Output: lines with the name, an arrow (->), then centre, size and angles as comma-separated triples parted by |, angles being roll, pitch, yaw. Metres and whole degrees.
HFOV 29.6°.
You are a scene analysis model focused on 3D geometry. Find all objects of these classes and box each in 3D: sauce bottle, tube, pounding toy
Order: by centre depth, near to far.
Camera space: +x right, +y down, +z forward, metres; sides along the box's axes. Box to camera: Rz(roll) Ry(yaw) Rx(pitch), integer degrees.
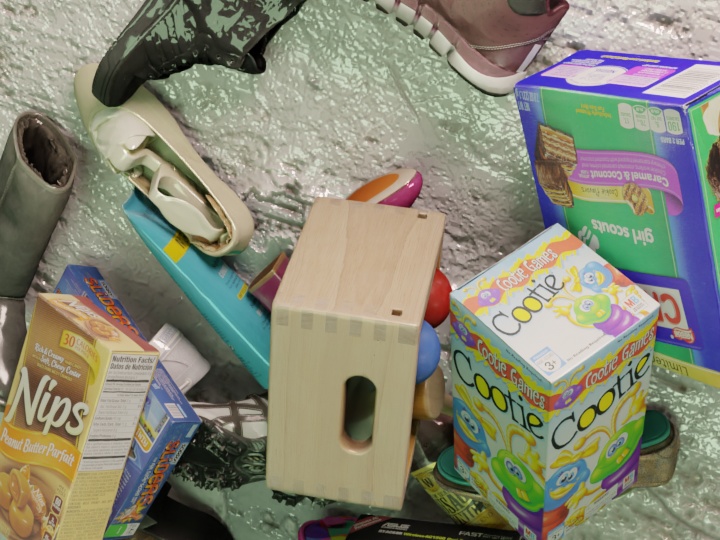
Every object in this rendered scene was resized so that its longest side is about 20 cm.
pounding toy -> 0.019, 0.071, 1.004 | 0.140, 0.185, 0.202 | 8, 121, 7
sauce bottle -> 0.075, 0.162, 1.143 | 0.200, 0.066, 0.066 | 47, 123, -6
tube -> -0.127, 0.011, 1.143 | 0.050, 0.078, 0.200 | -40, 103, 7

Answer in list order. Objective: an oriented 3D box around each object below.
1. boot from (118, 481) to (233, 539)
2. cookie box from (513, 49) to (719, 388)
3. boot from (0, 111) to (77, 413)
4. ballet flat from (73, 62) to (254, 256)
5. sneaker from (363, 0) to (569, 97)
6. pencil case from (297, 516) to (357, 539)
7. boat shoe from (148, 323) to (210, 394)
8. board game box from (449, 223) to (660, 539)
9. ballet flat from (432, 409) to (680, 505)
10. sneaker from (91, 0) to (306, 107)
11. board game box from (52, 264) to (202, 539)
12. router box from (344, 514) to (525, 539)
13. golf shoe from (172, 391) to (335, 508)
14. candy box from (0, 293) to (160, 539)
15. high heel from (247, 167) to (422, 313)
boot -> -0.229, 0.279, 1.326 | 0.199, 0.069, 0.188 | -24, 123, 37
cookie box -> 0.201, -0.039, 0.931 | 0.171, 0.075, 0.202 | 19, 131, 56
boot -> -0.289, -0.005, 1.164 | 0.200, 0.072, 0.183 | -48, 58, 31
ballet flat -> -0.166, -0.086, 1.106 | 0.200, 0.070, 0.069 | 44, 123, -5
sneaker -> 0.062, -0.223, 0.947 | 0.199, 0.076, 0.116 | 36, 119, -12
pencil case -> -0.036, 0.317, 1.260 | 0.087, 0.089, 0.202 | 22, 122, 9
boat shoe -> -0.202, 0.133, 1.241 | 0.068, 0.072, 0.200 | 38, 115, -2
board game box -> 0.135, 0.088, 0.974 | 0.103, 0.104, 0.201 | 42, 153, 35
ballet flat -> 0.159, 0.165, 1.091 | 0.197, 0.068, 0.068 | -9, 127, 8
sneaker -> -0.116, -0.177, 1.037 | 0.104, 0.060, 0.200 | 40, 114, -1
board game box -> -0.226, 0.111, 1.175 | 0.200, 0.034, 0.136 | 50, 118, 33
router box -> 0.073, 0.306, 1.153 | 0.148, 0.062, 0.202 | 3, 121, 24
golf shoe -> -0.095, 0.142, 1.182 | 0.197, 0.095, 0.079 | 15, 127, 12
candy box -> -0.244, 0.134, 1.128 | 0.115, 0.055, 0.202 | 29, 106, 40
high heel -> 0.000, 0.000, 1.086 | 0.096, 0.068, 0.199 | 45, 121, -12
